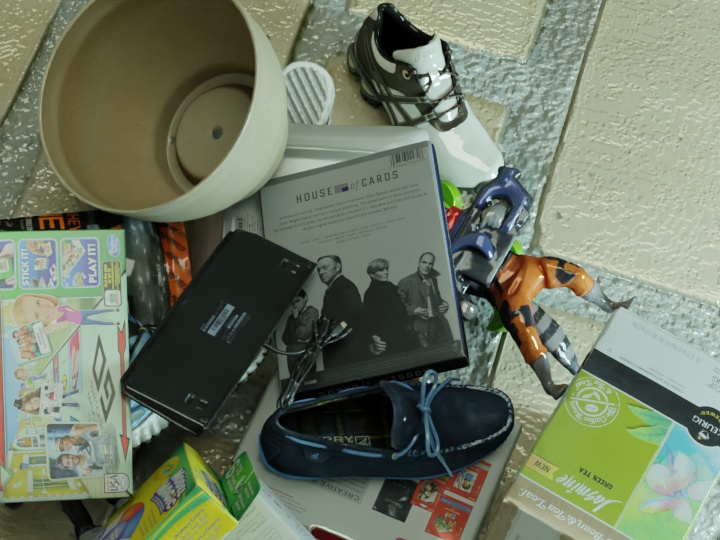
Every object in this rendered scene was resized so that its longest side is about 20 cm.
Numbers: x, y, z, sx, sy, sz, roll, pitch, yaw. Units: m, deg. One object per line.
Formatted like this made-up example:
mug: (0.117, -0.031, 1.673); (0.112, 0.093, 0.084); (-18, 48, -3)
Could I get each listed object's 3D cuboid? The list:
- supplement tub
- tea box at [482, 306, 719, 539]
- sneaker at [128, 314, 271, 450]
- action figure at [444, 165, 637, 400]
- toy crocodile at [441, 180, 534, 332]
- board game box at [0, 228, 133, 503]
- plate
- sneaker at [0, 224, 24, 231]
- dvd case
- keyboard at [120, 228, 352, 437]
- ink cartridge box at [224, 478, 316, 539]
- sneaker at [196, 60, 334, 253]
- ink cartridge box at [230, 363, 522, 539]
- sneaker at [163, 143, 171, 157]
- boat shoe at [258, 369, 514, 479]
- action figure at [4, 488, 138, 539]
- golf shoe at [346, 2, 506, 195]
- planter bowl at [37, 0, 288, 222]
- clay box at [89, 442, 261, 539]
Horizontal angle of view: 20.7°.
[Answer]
supplement tub: (-0.240, 0.014, 1.598); (0.200, 0.123, 0.123); (-6, 60, -11)
tea box: (0.189, 0.174, 1.513); (0.133, 0.200, 0.197); (29, 60, 9)
sneaker: (-0.151, 0.066, 1.529); (0.200, 0.078, 0.090); (-34, 105, -38)
action figure: (0.099, 0.029, 1.607); (0.193, 0.105, 0.200); (38, 75, 7)
toy crocodile: (0.076, -0.028, 1.705); (0.200, 0.062, 0.067); (43, 22, 18)
board game box: (-0.238, 0.071, 1.453); (0.134, 0.029, 0.200); (-2, 83, -12)
plate: (-0.043, -0.029, 1.652); (0.200, 0.032, 0.200); (3, 84, -1)
sneaker: (-0.268, 0.037, 1.494); (0.115, 0.076, 0.201); (-43, 98, -3)
dvd case: (0.000, 0.000, 1.569); (0.150, 0.025, 0.200); (-13, 59, 10)
keyboard: (-0.086, 0.054, 1.497); (0.127, 0.021, 0.200); (26, 47, 7)
ink cartridge box: (-0.073, 0.281, 1.471); (0.163, 0.057, 0.200); (-43, 92, 8)
sneaker: (-0.078, -0.081, 1.710); (0.078, 0.079, 0.200); (28, 82, 1)
ink cartridge box: (0.002, 0.171, 1.559); (0.200, 0.084, 0.176); (23, 60, 7)
sneaker: (-0.163, -0.111, 1.713); (0.199, 0.076, 0.114); (-17, 65, -13)
boat shoe: (0.025, 0.123, 1.500); (0.200, 0.069, 0.084); (-12, 62, -13)
action figure: (-0.227, 0.159, 1.549); (0.130, 0.069, 0.200); (-30, 63, -15)
golf shoe: (0.060, -0.153, 1.756); (0.078, 0.095, 0.200); (-33, 70, -25)
planter bowl: (-0.140, -0.125, 1.586); (0.200, 0.135, 0.201); (-7, 73, 24)
clay box: (-0.159, 0.204, 1.426); (0.048, 0.115, 0.200); (43, 90, -14)
